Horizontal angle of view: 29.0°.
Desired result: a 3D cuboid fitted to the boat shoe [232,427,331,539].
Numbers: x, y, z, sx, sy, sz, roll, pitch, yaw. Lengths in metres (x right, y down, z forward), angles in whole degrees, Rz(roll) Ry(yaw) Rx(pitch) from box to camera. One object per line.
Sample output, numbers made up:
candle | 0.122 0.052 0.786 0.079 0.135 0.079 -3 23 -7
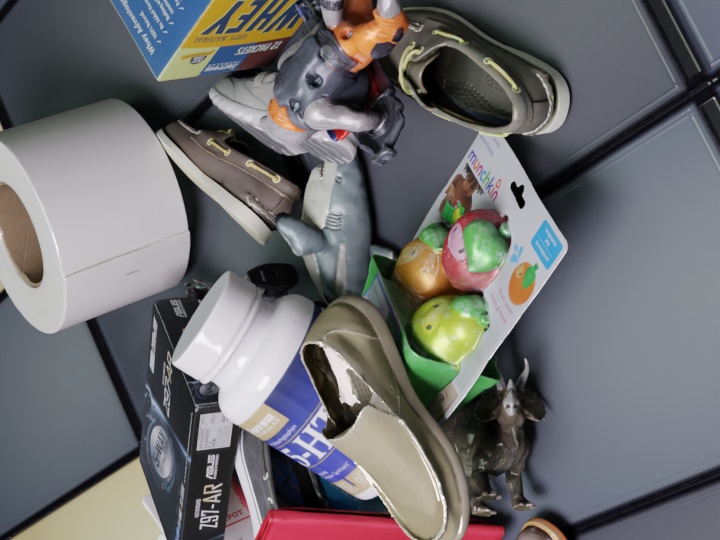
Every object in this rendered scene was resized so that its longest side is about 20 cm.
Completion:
boat shoe | -0.052 0.214 1.215 0.066 0.070 0.201 -37 65 47

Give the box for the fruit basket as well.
fruit basket | 0.070 0.004 1.074 0.200 0.093 0.185 -63 28 29

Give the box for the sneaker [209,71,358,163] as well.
sneaker | -0.055 -0.148 1.222 0.200 0.075 0.082 21 79 46

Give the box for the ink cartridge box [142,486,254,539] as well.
ink cartridge box | -0.132 0.303 1.377 0.200 0.116 0.067 51 132 22

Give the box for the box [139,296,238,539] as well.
box | -0.161 0.151 1.296 0.160 0.043 0.201 -121 34 -48

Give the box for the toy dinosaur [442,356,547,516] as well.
toy dinosaur | 0.094 0.148 1.153 0.200 0.077 0.103 -31 52 54

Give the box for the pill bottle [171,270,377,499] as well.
pill bottle | -0.048 0.090 1.149 0.200 0.120 0.120 32 132 -12

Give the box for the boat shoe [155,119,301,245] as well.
boat shoe | -0.124 -0.095 1.294 0.060 0.072 0.200 -45 44 -4

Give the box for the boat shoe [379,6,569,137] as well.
boat shoe | 0.068 -0.157 1.089 0.201 0.060 0.072 29 121 35

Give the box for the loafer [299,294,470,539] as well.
loafer | 0.011 0.119 1.025 0.076 0.068 0.201 -32 84 47

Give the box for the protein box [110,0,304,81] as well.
protein box | -0.124 -0.305 1.181 0.200 0.135 0.199 -45 70 42

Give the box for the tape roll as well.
tape roll | -0.277 -0.055 1.371 0.203 0.139 0.203 34 136 42

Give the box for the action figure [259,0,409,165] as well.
action figure | -0.028 -0.186 1.088 0.194 0.104 0.200 -61 41 27

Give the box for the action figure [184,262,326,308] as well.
action figure | -0.119 0.058 1.330 0.200 0.069 0.130 -34 82 47

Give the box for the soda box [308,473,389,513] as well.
soda box | -0.009 0.256 1.276 0.064 0.068 0.201 29 121 37

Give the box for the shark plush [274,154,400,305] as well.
shark plush | 0.000 0.000 1.200 0.083 0.091 0.201 -27 76 14

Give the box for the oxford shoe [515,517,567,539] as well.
oxford shoe | 0.133 0.301 1.146 0.071 0.073 0.201 19 114 40

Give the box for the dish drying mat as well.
dish drying mat | 0.015 0.222 1.164 0.077 0.199 0.018 113 159 -52

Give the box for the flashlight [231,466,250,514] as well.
flashlight | -0.105 0.226 1.367 0.200 0.068 0.068 53 170 23
